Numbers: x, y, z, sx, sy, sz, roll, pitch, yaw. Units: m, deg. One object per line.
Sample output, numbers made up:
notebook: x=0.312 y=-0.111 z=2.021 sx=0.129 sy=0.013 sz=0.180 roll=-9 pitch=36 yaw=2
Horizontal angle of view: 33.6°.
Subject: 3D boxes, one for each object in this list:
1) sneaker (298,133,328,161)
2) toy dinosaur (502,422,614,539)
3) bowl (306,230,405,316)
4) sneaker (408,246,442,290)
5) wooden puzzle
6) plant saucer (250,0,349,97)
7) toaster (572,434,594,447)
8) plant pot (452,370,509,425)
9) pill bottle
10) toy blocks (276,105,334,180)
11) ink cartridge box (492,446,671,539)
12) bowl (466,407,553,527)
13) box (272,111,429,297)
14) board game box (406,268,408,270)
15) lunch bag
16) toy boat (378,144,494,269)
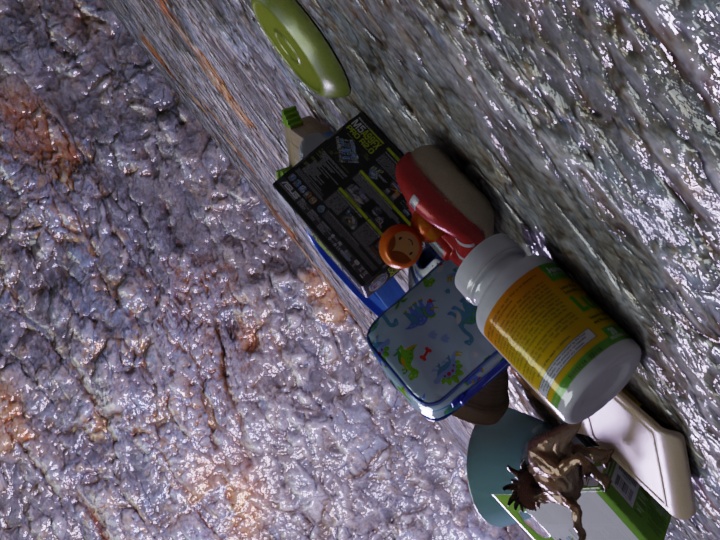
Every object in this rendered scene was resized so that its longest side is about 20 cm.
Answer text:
sneaker: x=-0.032 y=-0.113 z=1.795 sx=0.201 sy=0.075 sz=0.115 roll=54 pitch=170 yaw=-7
toy dinosaur: x=0.237 y=0.247 z=1.491 sx=0.134 sy=0.086 sz=0.202 roll=20 pitch=132 yaw=32
bowl: x=0.000 y=0.000 z=1.779 sx=0.201 sy=0.039 sz=0.201 roll=47 pitch=172 yaw=9
sneaker: x=0.130 y=0.019 z=1.675 sx=0.199 sy=0.075 sz=0.089 roll=20 pitch=122 yaw=49
wooden puzzle: x=0.322 y=0.191 z=1.441 sx=0.200 sy=0.037 sz=0.186 roll=39 pitch=161 yaw=42
plant saucer: x=-0.088 y=-0.305 z=1.591 sx=0.201 sy=0.031 sz=0.200 roll=50 pitch=173 yaw=8
toaster: x=0.355 y=0.361 z=1.801 sx=0.200 sy=0.118 sz=0.181 roll=48 pitch=174 yaw=21
plant pot: x=0.162 y=0.139 z=1.856 sx=0.199 sy=0.093 sz=0.202 roll=28 pitch=-155 yaw=-14
pill bottle: x=0.194 y=0.055 z=1.274 sx=0.200 sy=0.111 sz=0.111 roll=48 pitch=173 yaw=28
toy blocks: x=-0.063 y=-0.151 z=1.913 sx=0.137 sy=0.099 sz=0.203 roll=39 pitch=143 yaw=50
ink cartridge box: x=0.303 y=0.318 z=1.639 sx=0.199 sy=0.076 sz=0.148 roll=-14 pitch=127 yaw=47
bowl: x=0.272 y=0.324 z=1.970 sx=0.104 sy=0.202 sz=0.202 roll=-5 pitch=132 yaw=40
box: x=0.004 y=-0.089 z=1.574 sx=0.200 sy=0.160 sz=0.044 roll=47 pitch=171 yaw=22
board game box: x=0.058 y=-0.065 z=1.834 sx=0.201 sy=0.029 sz=0.135 roll=56 pitch=174 yaw=-2
lunch bag: x=0.120 y=0.087 z=1.559 sx=0.161 sy=0.199 sz=0.083 roll=46 pitch=173 yaw=27
toy boat: x=0.077 y=-0.054 z=1.395 sx=0.131 sy=0.130 sz=0.200 roll=48 pitch=173 yaw=18
